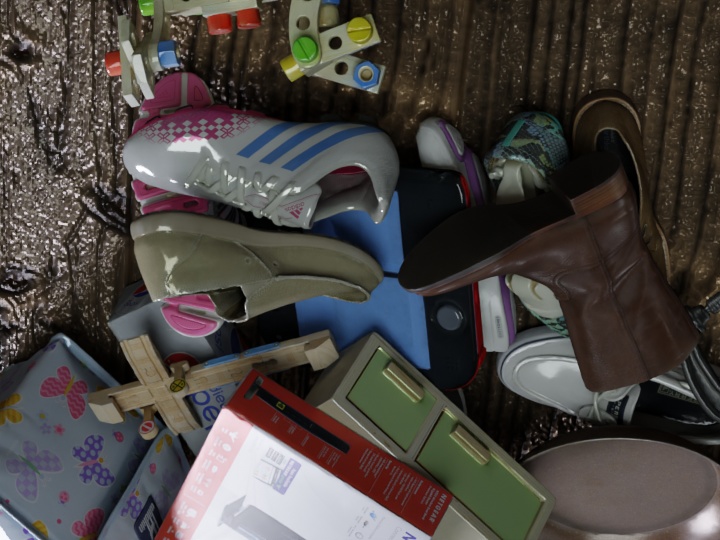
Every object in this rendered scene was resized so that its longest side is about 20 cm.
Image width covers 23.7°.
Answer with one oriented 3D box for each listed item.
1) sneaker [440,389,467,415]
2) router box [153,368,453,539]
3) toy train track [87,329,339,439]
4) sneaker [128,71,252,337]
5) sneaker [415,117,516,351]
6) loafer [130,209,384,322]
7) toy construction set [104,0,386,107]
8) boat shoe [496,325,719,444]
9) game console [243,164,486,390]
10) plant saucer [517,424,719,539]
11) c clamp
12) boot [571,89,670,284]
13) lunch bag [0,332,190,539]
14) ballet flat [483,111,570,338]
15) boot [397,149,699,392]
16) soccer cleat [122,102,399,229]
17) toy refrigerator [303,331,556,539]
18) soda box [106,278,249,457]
[{"bbox_3d":[0.043,0.174,1.406,0.074,0.085,0.201,10,118,-2],"label":"sneaker"},{"bbox_3d":[-0.050,0.194,1.308,0.179,0.049,0.200,32,132,3],"label":"router box"},{"bbox_3d":[-0.113,0.089,1.316,0.199,0.033,0.115,-16,133,10],"label":"toy train track"},{"bbox_3d":[-0.126,-0.049,1.313,0.073,0.087,0.201,-9,87,12],"label":"sneaker"},{"bbox_3d":[0.059,-0.018,1.316,0.099,0.075,0.201,-9,115,10],"label":"sneaker"},{"bbox_3d":[-0.076,0.005,1.240,0.199,0.076,0.069,10,80,-27],"label":"loafer"},{"bbox_3d":[-0.086,-0.179,1.228,0.199,0.092,0.132,-8,90,-7],"label":"toy construction set"},{"bbox_3d":[0.207,0.099,1.367,0.199,0.066,0.072,16,116,-3],"label":"boat shoe"},{"bbox_3d":[0.000,0.000,1.313,0.199,0.031,0.178,7,120,29],"label":"game console"},{"bbox_3d":[0.209,0.181,1.392,0.199,0.032,0.201,3,142,2],"label":"plant saucer"},{"bbox_3d":[0.322,0.020,1.321,0.200,0.027,0.171,-40,100,6],"label":"c clamp"},{"bbox_3d":[0.196,-0.030,1.301,0.073,0.076,0.201,-11,116,8],"label":"boot"},{"bbox_3d":[-0.229,0.180,1.375,0.127,0.170,0.200,-27,113,42],"label":"lunch bag"},{"bbox_3d":[0.131,-0.021,1.297,0.074,0.074,0.201,-11,117,10],"label":"ballet flat"},{"bbox_3d":[0.144,0.031,1.260,0.186,0.064,0.200,-25,128,4],"label":"boot"},{"bbox_3d":[-0.070,-0.070,1.219,0.199,0.087,0.070,-1,141,-3],"label":"soccer cleat"},{"bbox_3d":[0.051,0.145,1.310,0.200,0.076,0.070,43,141,-10],"label":"toy refrigerator"},{"bbox_3d":[-0.120,0.094,1.391,0.068,0.064,0.200,-24,112,18],"label":"soda box"}]
